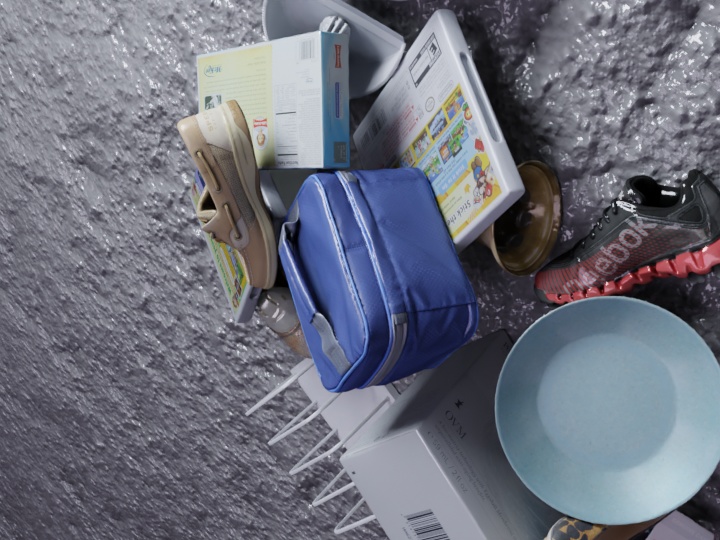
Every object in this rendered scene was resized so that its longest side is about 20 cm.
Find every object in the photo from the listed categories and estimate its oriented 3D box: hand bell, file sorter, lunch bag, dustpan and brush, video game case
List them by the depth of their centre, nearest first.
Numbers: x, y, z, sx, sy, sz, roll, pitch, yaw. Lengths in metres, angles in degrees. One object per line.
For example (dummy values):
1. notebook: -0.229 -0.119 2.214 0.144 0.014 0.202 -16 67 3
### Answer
1. lunch bag: 0.000 0.000 0.745 0.136 0.130 0.203 -54 51 52
2. video game case: 0.063 -0.103 0.763 0.200 0.023 0.185 -47 56 55
3. hand bell: 0.089 -0.065 0.812 0.198 0.103 0.106 16 125 47
4. dustpan and brush: -0.044 -0.204 0.827 0.138 0.058 0.200 27 169 -7
5. video game case: -0.143 -0.075 0.924 0.202 0.022 0.183 64 146 30
6. file sorter: -0.026 0.206 1.021 0.201 0.124 0.138 53 136 1

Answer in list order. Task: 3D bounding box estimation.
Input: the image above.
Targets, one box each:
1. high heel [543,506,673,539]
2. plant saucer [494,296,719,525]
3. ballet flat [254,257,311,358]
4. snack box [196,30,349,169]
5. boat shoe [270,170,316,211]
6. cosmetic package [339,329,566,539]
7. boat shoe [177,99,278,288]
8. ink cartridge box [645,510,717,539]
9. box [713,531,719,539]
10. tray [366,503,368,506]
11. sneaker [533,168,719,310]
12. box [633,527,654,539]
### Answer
1. high heel: 0.231 0.262 0.737 0.140 0.202 0.072 8 139 4
2. plant saucer: 0.220 0.121 0.726 0.197 0.039 0.205 2 97 14
3. ballet flat: -0.110 0.021 0.980 0.068 0.067 0.201 -44 65 21
4. snack box: -0.089 -0.156 0.783 0.198 0.037 0.119 7 100 46
5. boat shoe: -0.087 -0.094 0.931 0.062 0.072 0.203 34 141 49
6. cosmetic package: 0.119 0.207 0.847 0.122 0.200 0.201 -30 95 41
7. boat shoe: -0.123 -0.061 0.764 0.072 0.064 0.202 -124 20 -48
8. ink cartridge box: 0.315 0.351 0.831 0.161 0.050 0.202 31 99 0
9. box: 0.409 0.267 0.697 0.199 0.100 0.096 -33 92 36
10. tray: 0.101 0.304 1.036 0.099 0.037 0.199 54 136 0
11. sneaker: 0.229 -0.027 0.711 0.199 0.071 0.099 -22 101 42
12. box: 0.297 0.341 0.885 0.081 0.049 0.203 -1 114 39
